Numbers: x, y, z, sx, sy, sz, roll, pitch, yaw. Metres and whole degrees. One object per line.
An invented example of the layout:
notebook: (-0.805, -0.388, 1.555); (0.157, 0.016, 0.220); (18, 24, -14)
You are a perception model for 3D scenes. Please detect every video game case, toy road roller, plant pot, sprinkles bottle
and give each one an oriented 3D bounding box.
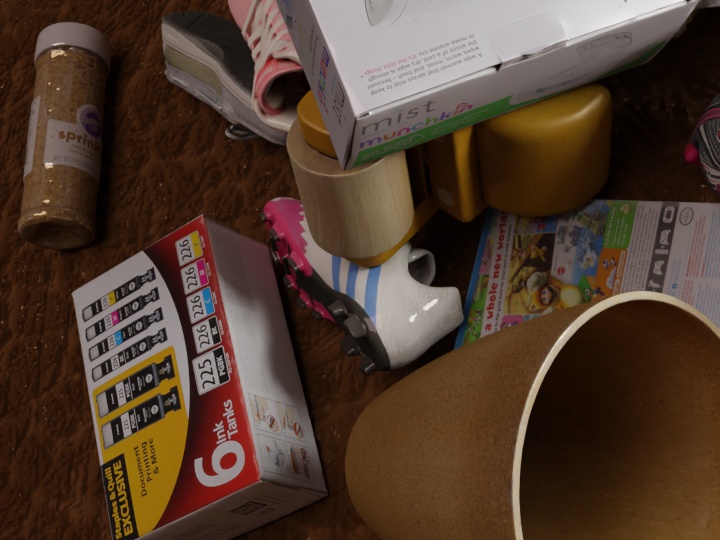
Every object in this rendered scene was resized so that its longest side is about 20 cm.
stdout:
video game case: (0.153, 0.025, 0.740); (0.199, 0.018, 0.144); (4, 73, 37)
toy road roller: (0.066, -0.081, 0.754); (0.146, 0.123, 0.200); (33, 64, 31)
plant pot: (0.086, 0.112, 0.662); (0.200, 0.186, 0.188); (-8, 63, 55)
sprinkles bottle: (-0.261, -0.120, 1.072); (0.068, 0.068, 0.201); (-16, 62, 29)

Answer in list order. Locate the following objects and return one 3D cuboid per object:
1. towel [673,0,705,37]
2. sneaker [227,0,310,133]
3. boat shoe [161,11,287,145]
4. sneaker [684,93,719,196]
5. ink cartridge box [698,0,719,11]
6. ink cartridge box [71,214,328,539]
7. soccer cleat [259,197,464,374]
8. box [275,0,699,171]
towel: (0.154, -0.248, 0.743); (0.200, 0.036, 0.149); (39, 96, 15)
sneaker: (-0.055, -0.166, 0.890); (0.200, 0.104, 0.076); (45, 130, 25)
boat shoe: (-0.099, -0.147, 0.973); (0.202, 0.074, 0.065); (38, 130, 38)
sneaker: (0.229, -0.053, 0.647); (0.075, 0.080, 0.200); (-50, 9, 19)
ink cartridge box: (0.298, -0.198, 0.716); (0.199, 0.050, 0.110); (1, 71, 37)
ink cartridge box: (-0.135, 0.094, 0.863); (0.175, 0.084, 0.201); (-29, 61, 23)
soccer cleat: (0.000, 0.000, 0.839); (0.086, 0.070, 0.200); (-26, 39, -14)
box: (0.054, -0.177, 0.665); (0.199, 0.097, 0.177); (-21, 81, -9)
